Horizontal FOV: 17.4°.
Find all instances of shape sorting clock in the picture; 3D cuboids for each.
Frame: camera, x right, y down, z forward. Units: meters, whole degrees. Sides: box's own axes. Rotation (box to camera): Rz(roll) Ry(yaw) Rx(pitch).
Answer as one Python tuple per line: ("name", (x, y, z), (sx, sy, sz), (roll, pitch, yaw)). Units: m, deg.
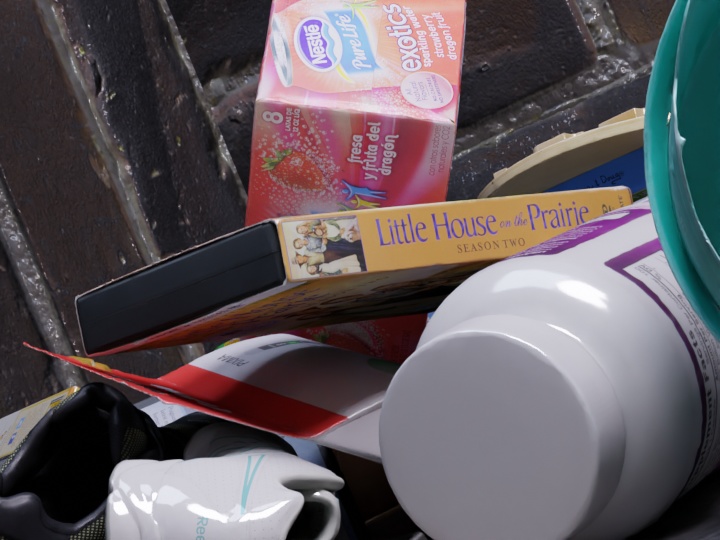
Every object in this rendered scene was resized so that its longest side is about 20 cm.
("shape sorting clock", (0.156, -0.046, 1.218), (0.200, 0.039, 0.200), (-12, -15, -3))

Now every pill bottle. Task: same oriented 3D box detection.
("pill bottle", (0.086, 0.043, 0.885), (0.112, 0.112, 0.200), (-23, -1, 29))

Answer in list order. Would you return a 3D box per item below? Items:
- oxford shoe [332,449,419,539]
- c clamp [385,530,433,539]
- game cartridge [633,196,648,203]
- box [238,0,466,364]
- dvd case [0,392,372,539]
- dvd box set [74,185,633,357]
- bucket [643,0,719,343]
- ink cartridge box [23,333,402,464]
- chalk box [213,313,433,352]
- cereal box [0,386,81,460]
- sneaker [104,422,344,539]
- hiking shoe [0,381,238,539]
("oxford shoe", (-0.068, 0.131, 1.163), (0.200, 0.071, 0.071), (-24, 2, -8))
("c clamp", (-0.029, 0.141, 0.963), (0.171, 0.027, 0.200), (-19, -1, 7))
("game cartridge", (0.161, -0.003, 1.190), (0.200, 0.042, 0.133), (-24, -27, 5))
("box", (-0.006, -0.042, 1.160), (0.095, 0.103, 0.200), (7, -42, 0))
("dvd case", (-0.105, 0.123, 1.122), (0.200, 0.143, 0.018), (-23, -45, -3))
("dvd box set", (0.000, 0.000, 1.001), (0.200, 0.029, 0.146), (-6, -9, -42))
("bucket", (0.187, -0.044, 0.734), (0.207, 0.207, 0.135), (-23, -8, -1))
("ink cartridge box", (-0.025, 0.050, 1.023), (0.200, 0.050, 0.161), (20, -4, -29))
("chalk box", (0.041, 0.056, 1.322), (0.200, 0.125, 0.124), (-24, 0, -18))
("cereal box", (-0.143, 0.128, 1.285), (0.200, 0.144, 0.040), (-21, 40, 58))
("sneaker", (-0.042, 0.103, 0.957), (0.080, 0.071, 0.200), (-1, 3, 10))
("hiking shoe", (-0.099, 0.093, 1.014), (0.200, 0.076, 0.101), (-29, -34, -52))
